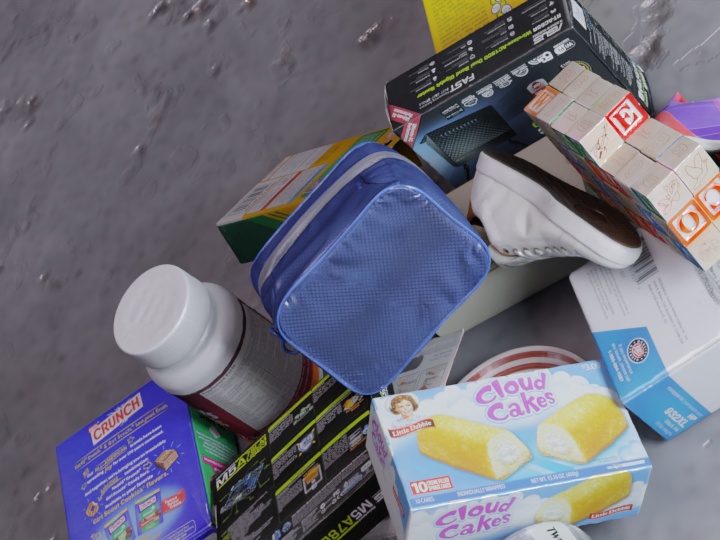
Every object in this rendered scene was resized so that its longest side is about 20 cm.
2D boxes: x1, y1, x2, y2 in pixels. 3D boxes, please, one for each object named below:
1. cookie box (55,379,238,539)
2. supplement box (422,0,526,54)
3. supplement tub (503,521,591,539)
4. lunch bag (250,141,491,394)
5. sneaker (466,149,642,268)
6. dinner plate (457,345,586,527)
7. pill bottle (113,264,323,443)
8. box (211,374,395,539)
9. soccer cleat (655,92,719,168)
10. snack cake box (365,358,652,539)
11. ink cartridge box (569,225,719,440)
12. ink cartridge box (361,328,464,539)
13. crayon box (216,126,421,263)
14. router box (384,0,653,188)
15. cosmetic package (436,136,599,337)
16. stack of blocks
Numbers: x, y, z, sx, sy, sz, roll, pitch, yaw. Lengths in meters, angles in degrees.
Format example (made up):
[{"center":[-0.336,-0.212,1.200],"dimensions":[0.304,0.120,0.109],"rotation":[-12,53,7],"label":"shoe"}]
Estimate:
[{"center":[-0.199,0.217,1.791],"dimensions":[0.171,0.075,0.201],"rotation":[-34,47,19],"label":"cookie box"},{"center":[0.134,-0.248,1.781],"dimensions":[0.109,0.109,0.201],"rotation":[-30,48,22],"label":"supplement box"},{"center":[0.171,0.295,1.393],"dimensions":[0.123,0.122,0.200],"rotation":[-46,43,7],"label":"supplement tub"},{"center":[0.000,0.000,1.609],"dimensions":[0.200,0.136,0.132],"rotation":[-46,25,7],"label":"lunch bag"},{"center":[0.160,-0.029,1.554],"dimensions":[0.200,0.072,0.085],"rotation":[37,114,51],"label":"sneaker"},{"center":[0.135,0.159,1.582],"dimensions":[0.199,0.024,0.201],"rotation":[-22,52,30],"label":"dinner plate"},{"center":[-0.132,0.079,1.731],"dimensions":[0.109,0.200,0.110],"rotation":[-21,51,29],"label":"pill bottle"},{"center":[-0.045,0.186,1.620],"dimensions":[0.200,0.047,0.193],"rotation":[-44,23,14],"label":"box"},{"center":[0.330,-0.117,1.563],"dimensions":[0.199,0.068,0.074],"rotation":[5,63,45],"label":"soccer cleat"},{"center":[0.115,0.146,1.464],"dimensions":[0.198,0.067,0.115],"rotation":[-9,49,-13],"label":"snack cake box"},{"center":[0.287,0.017,1.497],"dimensions":[0.199,0.084,0.146],"rotation":[-35,44,19],"label":"ink cartridge box"},{"center":[0.024,0.160,1.648],"dimensions":[0.160,0.050,0.201],"rotation":[-21,36,46],"label":"ink cartridge box"},{"center":[-0.030,-0.075,1.775],"dimensions":[0.199,0.052,0.126],"rotation":[-13,26,47],"label":"crayon box"},{"center":[0.143,-0.154,1.682],"dimensions":[0.199,0.150,0.062],"rotation":[-28,48,25],"label":"router box"},{"center":[0.131,-0.032,1.672],"dimensions":[0.199,0.073,0.104],"rotation":[-31,48,23],"label":"cosmetic package"},{"center":[0.220,-0.087,1.483],"dimensions":[0.059,0.115,0.200],"rotation":[-43,26,0],"label":"stack of blocks"}]
